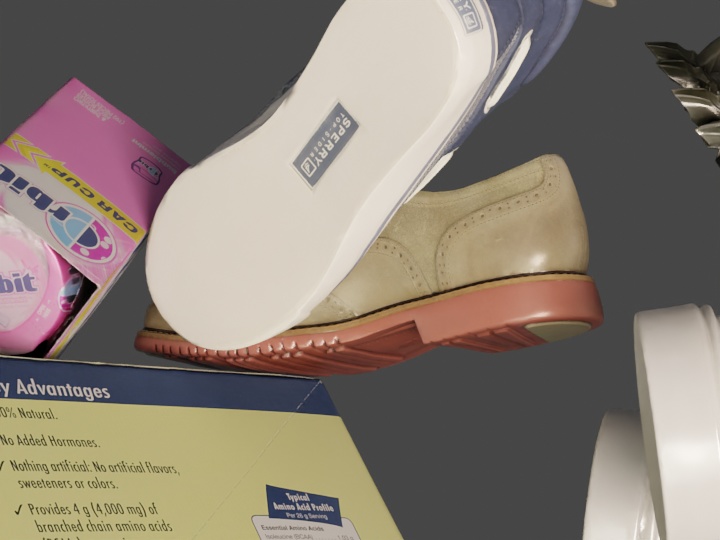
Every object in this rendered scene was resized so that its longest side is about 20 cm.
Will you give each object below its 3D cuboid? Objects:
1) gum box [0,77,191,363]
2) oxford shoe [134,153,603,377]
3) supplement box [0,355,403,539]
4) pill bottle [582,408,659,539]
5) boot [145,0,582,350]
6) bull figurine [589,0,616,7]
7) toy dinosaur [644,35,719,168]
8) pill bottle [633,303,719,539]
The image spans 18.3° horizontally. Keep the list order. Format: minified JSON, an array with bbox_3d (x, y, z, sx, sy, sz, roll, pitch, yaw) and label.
[{"bbox_3d":[-0.159,0.031,0.898,0.066,0.114,0.200,37,118,-4],"label":"gum box"},{"bbox_3d":[0.000,0.000,0.881,0.200,0.070,0.075,-8,79,24],"label":"oxford shoe"},{"bbox_3d":[-0.082,0.151,0.817,0.134,0.200,0.200,-51,51,30],"label":"supplement box"},{"bbox_3d":[0.188,0.104,0.842,0.200,0.109,0.109,6,116,12],"label":"pill bottle"},{"bbox_3d":[0.003,-0.044,0.821,0.073,0.090,0.200,54,131,8],"label":"boot"},{"bbox_3d":[0.129,-0.116,0.702,0.200,0.065,0.121,25,83,-3],"label":"bull figurine"},{"bbox_3d":[0.178,-0.077,0.774,0.136,0.102,0.200,-32,82,9],"label":"toy dinosaur"},{"bbox_3d":[0.195,0.044,0.747,0.200,0.112,0.112,-7,113,5],"label":"pill bottle"}]
